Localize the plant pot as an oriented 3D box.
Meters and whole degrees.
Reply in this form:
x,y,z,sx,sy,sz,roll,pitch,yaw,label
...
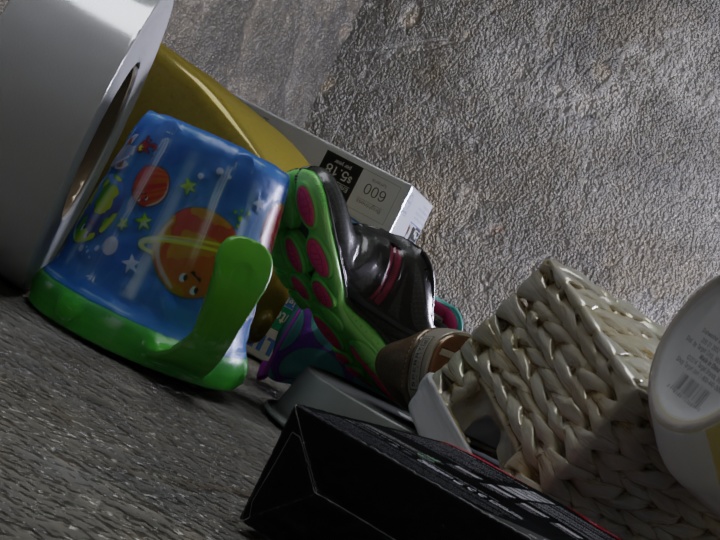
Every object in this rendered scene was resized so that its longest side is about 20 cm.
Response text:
x,y,z,sx,sy,sz,roll,pitch,yaw,label
-0.138,-0.050,0.947,0.199,0.196,0.195,33,2,25,plant pot

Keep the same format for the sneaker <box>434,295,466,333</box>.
x,y,z,sx,sy,sz,roll,pitch,yaw,label
0.046,0.082,1.089,0.083,0.122,0.200,26,-2,17,sneaker

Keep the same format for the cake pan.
x,y,z,sx,sy,sz,roll,pitch,yaw,label
0.033,0.116,0.802,0.198,0.037,0.200,27,-1,1,cake pan

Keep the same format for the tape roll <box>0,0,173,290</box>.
x,y,z,sx,sy,sz,roll,pitch,yaw,label
-0.185,-0.094,0.754,0.070,0.205,0.202,26,-1,-7,tape roll

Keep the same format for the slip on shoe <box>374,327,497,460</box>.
x,y,z,sx,sy,sz,roll,pitch,yaw,label
0.093,0.091,0.807,0.198,0.077,0.060,23,-16,-36,slip on shoe

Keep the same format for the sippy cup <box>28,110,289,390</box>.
x,y,z,sx,sy,sz,roll,pitch,yaw,label
-0.108,-0.017,0.739,0.176,0.132,0.139,24,0,23,sippy cup

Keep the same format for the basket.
x,y,z,sx,sy,sz,roll,pitch,yaw,label
0.147,0.104,0.696,0.198,0.124,0.136,28,21,-30,basket

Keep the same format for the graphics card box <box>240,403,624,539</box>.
x,y,z,sx,sy,sz,roll,pitch,yaw,label
0.049,0.110,0.502,0.124,0.051,0.200,28,-2,22,graphics card box

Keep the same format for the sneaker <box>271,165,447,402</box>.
x,y,z,sx,sy,sz,roll,pitch,yaw,label
0.000,0.000,0.827,0.076,0.084,0.201,22,-28,41,sneaker

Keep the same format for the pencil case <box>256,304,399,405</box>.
x,y,z,sx,sy,sz,roll,pitch,yaw,label
0.028,0.089,0.934,0.198,0.093,0.085,30,31,-4,pencil case

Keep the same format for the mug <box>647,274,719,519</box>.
x,y,z,sx,sy,sz,roll,pitch,yaw,label
0.223,0.064,0.555,0.152,0.151,0.186,32,-38,-18,mug

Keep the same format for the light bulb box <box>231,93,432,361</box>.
x,y,z,sx,sy,sz,roll,pitch,yaw,label
-0.067,-0.022,1.161,0.196,0.202,0.125,27,0,14,light bulb box
